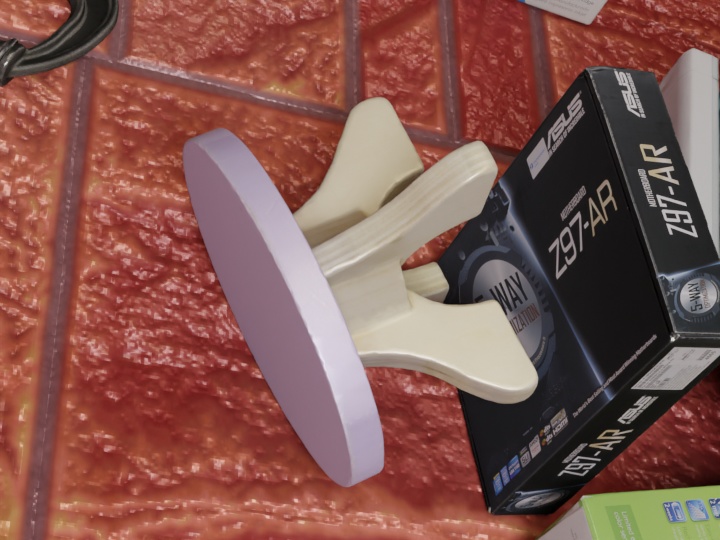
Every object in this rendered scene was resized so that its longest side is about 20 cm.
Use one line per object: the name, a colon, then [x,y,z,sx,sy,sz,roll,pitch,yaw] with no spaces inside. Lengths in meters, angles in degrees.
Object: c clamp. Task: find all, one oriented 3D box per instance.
c clamp: [-0.247,-0.169,0.888,0.199,0.027,0.171,29,45,-3]

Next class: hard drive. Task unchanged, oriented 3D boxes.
hard drive: [0.171,-0.017,0.908,0.026,0.132,0.201,20,52,-11]

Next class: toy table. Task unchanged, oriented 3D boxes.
toy table: [0.000,0.000,0.800,0.116,0.184,0.201,-21,80,-18]

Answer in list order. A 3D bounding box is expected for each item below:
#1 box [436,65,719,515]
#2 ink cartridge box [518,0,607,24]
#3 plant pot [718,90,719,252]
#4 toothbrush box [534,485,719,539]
box: [0.111,0.016,0.814,0.043,0.200,0.161,3,57,-25]
ink cartridge box: [0.150,-0.269,1.027,0.115,0.200,0.068,15,52,-15]
plant pot: [0.278,0.004,0.870,0.199,0.201,0.197,26,33,-7]
toothbrush box: [0.200,0.195,0.808,0.198,0.086,0.147,-1,59,-25]
